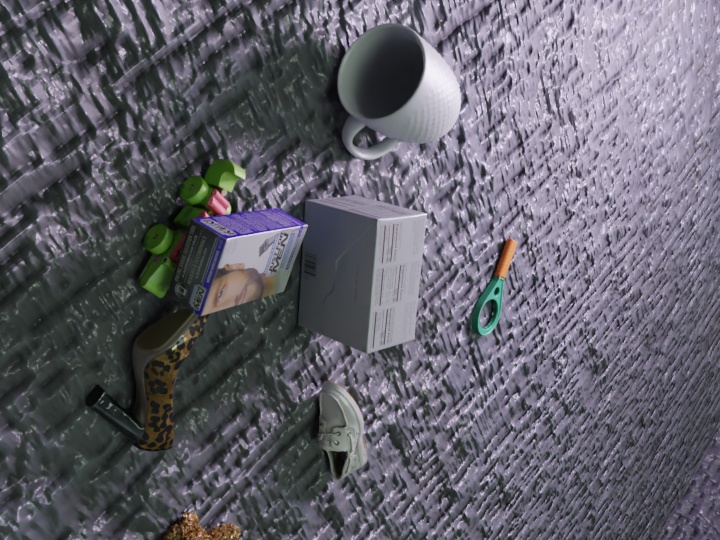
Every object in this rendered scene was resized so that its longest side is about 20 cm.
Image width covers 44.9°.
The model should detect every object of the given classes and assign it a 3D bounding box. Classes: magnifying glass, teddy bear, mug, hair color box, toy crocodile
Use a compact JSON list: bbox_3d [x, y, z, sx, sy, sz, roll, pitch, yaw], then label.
[{"bbox_3d":[0.272,0.034,1.746,0.080,0.022,0.201,20,88,-50],"label":"magnifying glass"},{"bbox_3d":[-0.225,0.449,1.294,0.145,0.067,0.201,-29,125,-42],"label":"teddy bear"},{"bbox_3d":[0.054,-0.249,1.315,0.200,0.148,0.175,-46,151,15],"label":"mug"},{"bbox_3d":[-0.157,-0.016,1.147,0.200,0.065,0.110,-15,131,-61],"label":"hair color box"},{"bbox_3d":[-0.216,-0.055,1.121,0.200,0.062,0.068,-58,138,-15],"label":"toy crocodile"}]

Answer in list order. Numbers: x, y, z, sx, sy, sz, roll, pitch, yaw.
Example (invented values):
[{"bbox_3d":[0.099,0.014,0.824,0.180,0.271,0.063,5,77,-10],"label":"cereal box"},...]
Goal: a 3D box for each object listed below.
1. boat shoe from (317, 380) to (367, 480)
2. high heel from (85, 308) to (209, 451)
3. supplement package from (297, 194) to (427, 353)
[{"bbox_3d":[-0.037,0.271,1.439,0.069,0.071,0.200,-41,132,-34],"label":"boat shoe"},{"bbox_3d":[-0.244,0.143,1.148,0.200,0.071,0.143,-44,129,-7],"label":"high heel"},{"bbox_3d":[0.000,0.000,1.315,0.111,0.156,0.201,-10,111,-44],"label":"supplement package"}]
